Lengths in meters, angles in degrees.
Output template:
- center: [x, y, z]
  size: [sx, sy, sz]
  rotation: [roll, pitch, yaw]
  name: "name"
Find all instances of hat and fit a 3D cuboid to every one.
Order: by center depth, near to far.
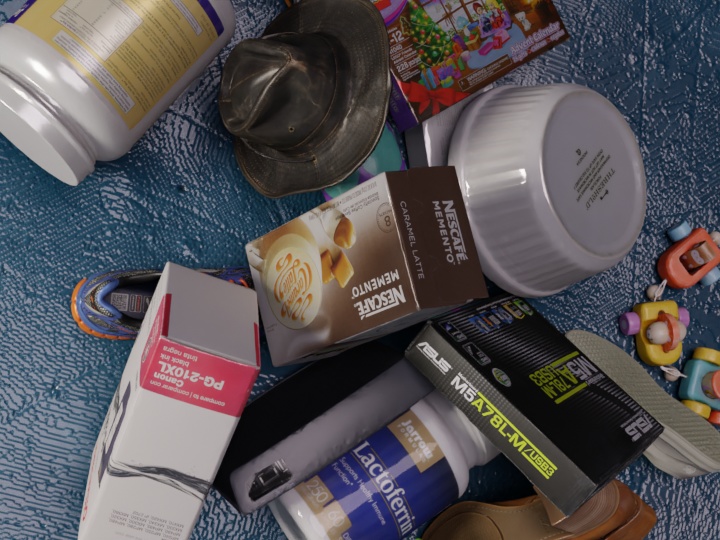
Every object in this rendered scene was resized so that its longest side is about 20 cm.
- center: [-0.067, -0.159, 1.081]
  size: [0.081, 0.200, 0.201]
  rotation: [15, 79, -45]
  name: "hat"

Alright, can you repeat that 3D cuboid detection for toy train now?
- center: [0.347, 0.056, 1.260]
  size: [0.150, 0.056, 0.200]
  rotation: [-33, 93, -17]
  name: "toy train"

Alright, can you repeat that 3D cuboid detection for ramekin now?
- center: [0.180, -0.081, 1.166]
  size: [0.202, 0.094, 0.203]
  rotation: [10, 75, -41]
  name: "ramekin"

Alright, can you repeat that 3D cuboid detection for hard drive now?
- center: [-0.043, 0.127, 1.094]
  size: [0.200, 0.135, 0.042]
  rotation: [-32, 108, -16]
  name: "hard drive"

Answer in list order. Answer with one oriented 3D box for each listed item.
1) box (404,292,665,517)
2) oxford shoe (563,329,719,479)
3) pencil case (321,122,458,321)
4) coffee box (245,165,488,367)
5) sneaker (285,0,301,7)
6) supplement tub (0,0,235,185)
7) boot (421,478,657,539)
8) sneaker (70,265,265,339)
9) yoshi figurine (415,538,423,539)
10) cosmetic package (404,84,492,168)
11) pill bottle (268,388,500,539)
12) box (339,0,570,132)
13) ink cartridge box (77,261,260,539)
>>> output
- center: [0.157, 0.108, 1.107]
  size: [0.193, 0.200, 0.048]
  rotation: [43, 114, 18]
  name: "box"
- center: [0.266, 0.135, 1.227]
  size: [0.200, 0.058, 0.075]
  rotation: [40, 39, -5]
  name: "oxford shoe"
- center: [0.023, -0.047, 1.151]
  size: [0.085, 0.092, 0.200]
  rotation: [-23, 102, 14]
  name: "pencil case"
- center: [0.000, 0.000, 1.047]
  size: [0.080, 0.200, 0.114]
  rotation: [-7, 80, -40]
  name: "coffee box"
- center: [-0.028, -0.243, 1.172]
  size: [0.078, 0.077, 0.200]
  rotation: [-9, 85, -15]
  name: "sneaker"
- center: [-0.219, -0.185, 1.073]
  size: [0.145, 0.145, 0.200]
  rotation: [42, 74, -8]
  name: "supplement tub"
- center: [0.166, 0.246, 1.174]
  size: [0.155, 0.200, 0.077]
  rotation: [28, 33, -48]
  name: "boot"
- center: [-0.148, 0.031, 1.105]
  size: [0.200, 0.078, 0.075]
  rotation: [-4, 86, -17]
  name: "sneaker"
- center: [0.030, 0.291, 1.060]
  size: [0.112, 0.200, 0.113]
  rotation: [-11, 98, -16]
  name: "yoshi figurine"
- center: [0.084, -0.147, 1.206]
  size: [0.082, 0.051, 0.200]
  rotation: [-7, 87, -22]
  name: "cosmetic package"
- center: [0.023, 0.176, 1.121]
  size: [0.200, 0.116, 0.116]
  rotation: [-33, 94, -17]
  name: "pill bottle"
- center: [0.086, -0.231, 1.163]
  size: [0.200, 0.039, 0.137]
  rotation: [-32, 98, -27]
  name: "box"
- center: [-0.154, 0.117, 1.020]
  size: [0.084, 0.145, 0.200]
  rotation: [19, 110, -13]
  name: "ink cartridge box"
